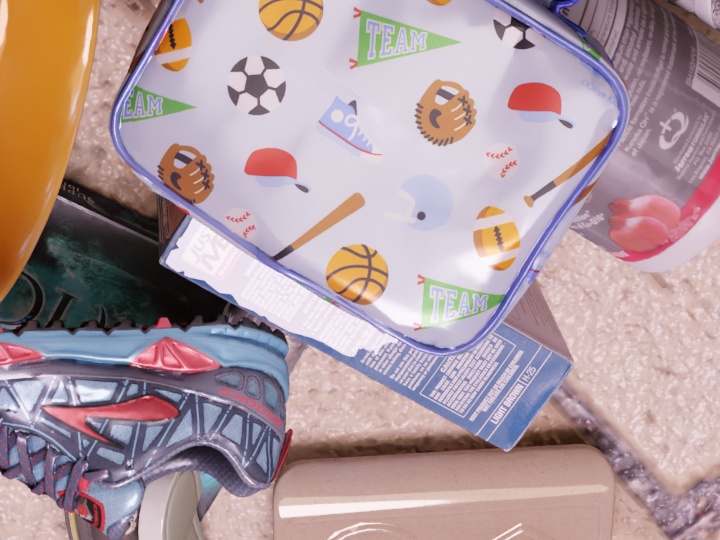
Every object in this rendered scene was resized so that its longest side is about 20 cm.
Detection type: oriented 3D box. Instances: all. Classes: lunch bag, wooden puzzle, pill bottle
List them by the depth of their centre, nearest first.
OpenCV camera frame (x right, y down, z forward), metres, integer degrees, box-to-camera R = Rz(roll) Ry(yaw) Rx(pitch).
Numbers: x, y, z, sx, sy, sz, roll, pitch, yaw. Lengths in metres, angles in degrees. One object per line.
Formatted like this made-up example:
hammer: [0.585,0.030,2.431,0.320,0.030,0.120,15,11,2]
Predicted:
lunch bag: [0.009,-0.069,0.757,0.199,0.076,0.161,31,102,-6]
pill bottle: [0.085,-0.091,0.848,0.199,0.111,0.111,30,108,-19]
wooden puzzle: [0.043,0.190,1.014,0.184,0.046,0.202,-3,111,-7]

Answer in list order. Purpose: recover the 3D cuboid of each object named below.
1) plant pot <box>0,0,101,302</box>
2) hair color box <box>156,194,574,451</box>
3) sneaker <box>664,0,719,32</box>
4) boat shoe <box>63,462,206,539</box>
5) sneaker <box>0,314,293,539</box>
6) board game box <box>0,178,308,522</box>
plant pot: [-0.228,-0.093,0.768,0.182,0.200,0.202,15,114,6]
hair color box: [0.000,0.000,0.884,0.199,0.100,0.061,30,107,-19]
sneaker: [0.172,-0.149,0.847,0.199,0.082,0.075,23,110,-15]
boat shoe: [-0.115,0.155,0.945,0.060,0.072,0.202,13,139,9]
sneaker: [-0.127,0.073,0.825,0.198,0.079,0.096,-3,75,-9]
board game box: [-0.136,0.032,0.921,0.199,0.028,0.136,25,110,-18]
